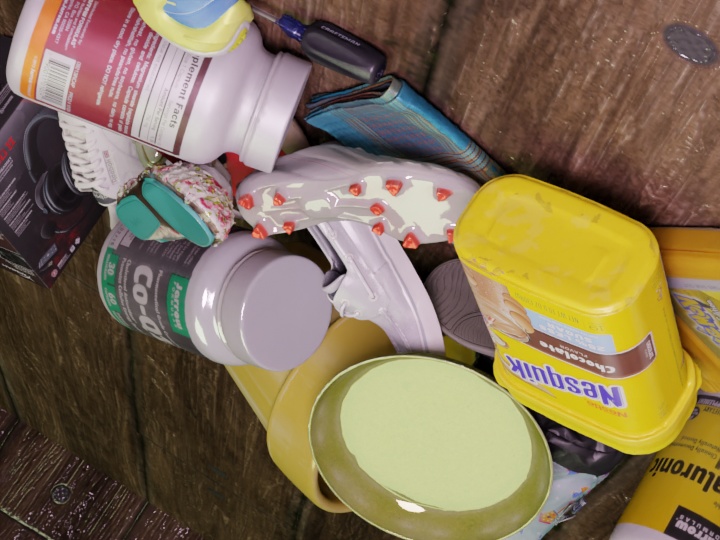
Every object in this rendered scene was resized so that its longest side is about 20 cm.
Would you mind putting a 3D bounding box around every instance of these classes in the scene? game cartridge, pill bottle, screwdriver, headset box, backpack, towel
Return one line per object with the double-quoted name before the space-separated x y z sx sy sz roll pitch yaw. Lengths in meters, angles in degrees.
"game cartridge" 0.259 0.035 1.248 0.176 0.033 0.200 43 159 -26
"pill bottle" -0.121 0.015 1.517 0.200 0.113 0.113 15 155 48
"pill bottle" 0.257 0.196 1.388 0.111 0.200 0.111 29 161 11
"pill bottle" -0.142 -0.145 1.308 0.199 0.113 0.113 21 162 -2
"screwdriver" -0.067 -0.182 1.266 0.200 0.029 0.028 33 162 18
"headset box" -0.310 -0.102 1.662 0.077 0.149 0.200 22 158 29
"backpack" 0.121 0.158 1.546 0.167 0.127 0.200 37 130 2
"towel" 0.061 -0.066 1.341 0.200 0.022 0.146 40 161 -20

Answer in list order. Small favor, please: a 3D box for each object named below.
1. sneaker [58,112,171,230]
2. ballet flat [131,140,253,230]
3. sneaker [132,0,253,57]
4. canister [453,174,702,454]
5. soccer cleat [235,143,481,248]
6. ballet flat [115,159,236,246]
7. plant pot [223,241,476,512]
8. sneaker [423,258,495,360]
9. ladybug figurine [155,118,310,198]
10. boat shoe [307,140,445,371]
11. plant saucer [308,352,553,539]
"sneaker" -0.226 -0.112 1.610 0.076 0.081 0.200 21 157 36
"ballet flat" -0.143 -0.099 1.525 0.200 0.065 0.071 33 162 1
"sneaker" -0.151 -0.232 1.228 0.199 0.076 0.105 32 143 7
"canister" 0.149 0.031 1.256 0.148 0.087 0.200 25 159 28
"soccer cleat" 0.003 -0.062 1.325 0.199 0.078 0.070 2 128 25
"ballet flat" -0.133 -0.059 1.371 0.076 0.064 0.200 52 163 -18
"plant pot" -0.026 0.077 1.607 0.189 0.201 0.201 42 168 29
"sneaker" 0.140 0.063 1.445 0.199 0.075 0.106 25 163 34
"ladybug figurine" -0.124 -0.121 1.428 0.200 0.072 0.136 38 161 -14
"boat shoe" 0.000 0.000 1.424 0.201 0.068 0.072 65 165 -17
"plant saucer" 0.057 0.137 1.451 0.199 0.031 0.201 9 129 12
